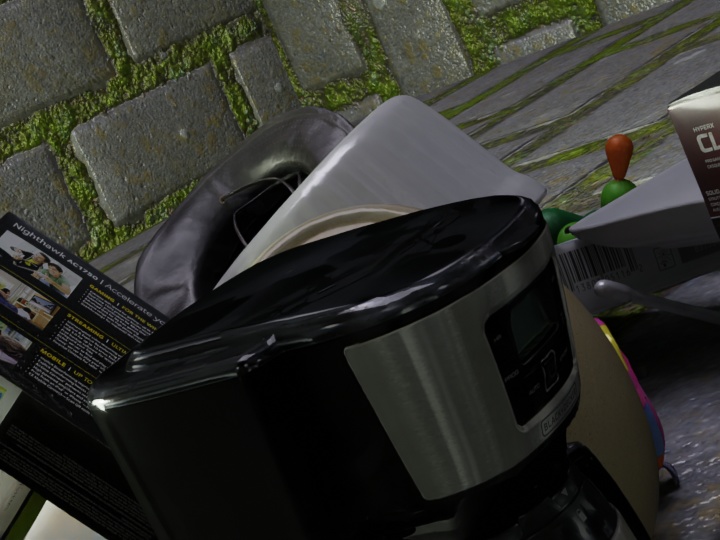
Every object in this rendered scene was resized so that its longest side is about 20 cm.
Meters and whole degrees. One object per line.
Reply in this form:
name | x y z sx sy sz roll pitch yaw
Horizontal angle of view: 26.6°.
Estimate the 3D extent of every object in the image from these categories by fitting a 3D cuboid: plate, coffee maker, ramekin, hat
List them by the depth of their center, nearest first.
coffee maker | 0.002 0.098 0.465 0.191 0.201 0.135 -22 9 12
plate | 0.240 -0.059 0.803 0.199 0.033 0.199 -29 10 -30
ramekin | 0.000 0.000 0.824 0.201 0.098 0.200 -49 -2 -2
hat | -0.054 -0.005 1.006 0.200 0.081 0.202 -23 49 28

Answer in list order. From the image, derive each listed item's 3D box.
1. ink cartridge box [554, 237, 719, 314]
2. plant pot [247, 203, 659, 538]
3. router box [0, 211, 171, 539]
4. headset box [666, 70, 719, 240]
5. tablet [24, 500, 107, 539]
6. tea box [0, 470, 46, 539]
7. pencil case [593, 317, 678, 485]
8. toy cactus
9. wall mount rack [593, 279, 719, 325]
ink cartridge box | 0.118 0.013 0.945 0.159 0.048 0.200 -18 -3 -32
plant pot | 0.011 0.053 0.602 0.198 0.135 0.201 -10 48 11
router box | -0.141 0.065 0.813 0.051 0.199 0.149 -53 7 23
headset box | 0.216 -0.027 0.601 0.148 0.201 0.075 -30 11 -36
tablet | -0.113 0.118 0.901 0.129 0.014 0.200 1 21 5
tea box | -0.255 0.097 0.979 0.201 0.133 0.197 -58 -1 3
pencil case | 0.047 0.098 0.703 0.199 0.089 0.088 -25 9 -7
toy cactus | 0.174 -0.036 1.082 0.199 0.103 0.165 -14 -2 33
wall mount rack | 0.233 -0.002 0.805 0.173 0.075 0.200 -31 10 -25
